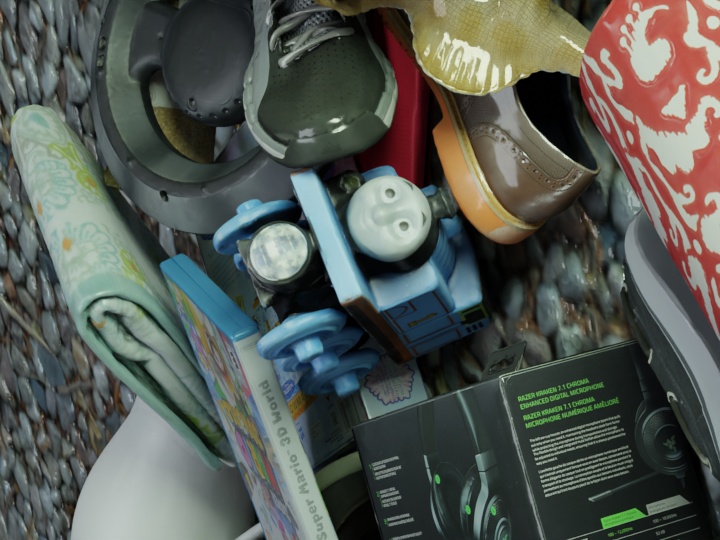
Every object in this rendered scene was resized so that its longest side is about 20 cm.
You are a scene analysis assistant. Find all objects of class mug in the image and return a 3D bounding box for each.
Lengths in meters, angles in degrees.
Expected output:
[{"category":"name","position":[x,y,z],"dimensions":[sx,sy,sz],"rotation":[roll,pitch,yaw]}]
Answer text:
[{"category":"mug","position":[0.191,-0.036,0.872],"dimensions":[0.200,0.177,0.133],"rotation":[61,-174,37]}]

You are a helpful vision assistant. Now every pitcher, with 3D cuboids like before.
[{"category":"pitcher","position":[-0.108,0.156,1.533],"dimensions":[0.171,0.121,0.201],"rotation":[36,122,38]}]

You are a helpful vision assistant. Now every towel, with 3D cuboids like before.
[{"category":"towel","position":[-0.138,0.015,1.401],"dimensions":[0.171,0.048,0.200],"rotation":[59,-178,42]}]

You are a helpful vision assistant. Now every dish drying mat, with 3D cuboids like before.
[{"category":"dish drying mat","position":[0.019,-0.085,1.262],"dimensions":[0.077,0.018,0.201],"rotation":[-131,36,-50]}]

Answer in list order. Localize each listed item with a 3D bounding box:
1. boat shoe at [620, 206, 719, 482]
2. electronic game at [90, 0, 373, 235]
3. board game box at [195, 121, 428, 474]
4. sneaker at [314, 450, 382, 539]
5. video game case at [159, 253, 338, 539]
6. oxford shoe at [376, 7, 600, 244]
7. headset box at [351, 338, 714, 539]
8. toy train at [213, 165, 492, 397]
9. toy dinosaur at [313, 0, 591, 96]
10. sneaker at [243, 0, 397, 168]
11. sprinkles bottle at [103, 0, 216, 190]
[{"category":"boat shoe","position":[0.168,0.057,0.994],"dimensions":[0.057,0.068,0.200],"rotation":[101,151,-54]},{"category":"electronic game","position":[-0.074,-0.119,1.289],"dimensions":[0.199,0.042,0.201],"rotation":[-6,80,37]},{"category":"board game box","position":[-0.036,0.015,1.370],"dimensions":[0.200,0.041,0.200],"rotation":[139,116,-66]},{"category":"sneaker","position":[0.017,0.169,1.340],"dimensions":[0.106,0.075,0.200],"rotation":[60,159,20]},{"category":"video game case","position":[-0.051,0.099,1.263],"dimensions":[0.143,0.018,0.201],"rotation":[38,150,64]},{"category":"oxford shoe","position":[0.062,-0.118,1.128],"dimensions":[0.073,0.071,0.201],"rotation":[-32,75,40]},{"category":"headset box","position":[0.089,0.136,1.145],"dimensions":[0.174,0.092,0.201],"rotation":[-28,77,63]},{"category":"toy train","position":[0.000,0.000,1.165],"dimensions":[0.200,0.114,0.087],"rotation":[53,-168,-74]},{"category":"toy dinosaur","position":[0.071,-0.122,1.070],"dimensions":[0.058,0.199,0.101],"rotation":[97,-166,-70]},{"category":"sneaker","position":[-0.036,-0.140,1.123],"dimensions":[0.200,0.075,0.116],"rotation":[-100,-9,-56]},{"category":"sprinkles bottle","position":[-0.111,-0.146,1.379],"dimensions":[0.068,0.068,0.201],"rotation":[11,97,61]}]
